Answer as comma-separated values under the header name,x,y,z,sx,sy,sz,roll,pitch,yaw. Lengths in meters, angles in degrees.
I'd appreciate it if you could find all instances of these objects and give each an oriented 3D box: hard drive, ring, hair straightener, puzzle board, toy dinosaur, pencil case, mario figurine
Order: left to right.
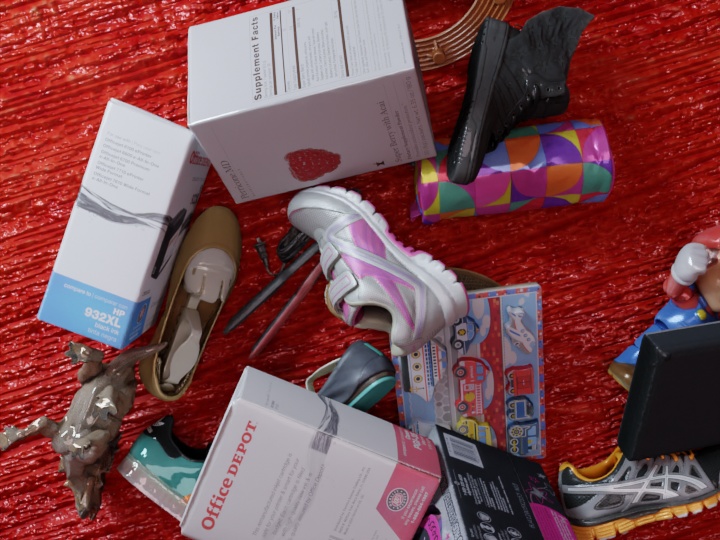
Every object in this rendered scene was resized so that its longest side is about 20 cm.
name,x,y,z,sx,sy,sz,roll,pitch,yaw
toy dinosaur,-0.255,0.138,0.834,0.085,0.136,0.201,34,88,14
hair straightener,-0.073,-0.010,0.857,0.077,0.041,0.201,40,94,-4
ring,0.049,-0.265,0.782,0.197,0.019,0.202,-1,136,-1
puzzle board,0.109,0.114,0.848,0.148,0.017,0.203,-7,114,0
pencil case,0.143,-0.096,0.832,0.197,0.088,0.090,-7,95,3
mario figurine,0.333,0.046,0.826,0.106,0.123,0.202,36,100,22
hard drive,0.353,0.109,0.823,0.197,0.033,0.141,-8,124,-13

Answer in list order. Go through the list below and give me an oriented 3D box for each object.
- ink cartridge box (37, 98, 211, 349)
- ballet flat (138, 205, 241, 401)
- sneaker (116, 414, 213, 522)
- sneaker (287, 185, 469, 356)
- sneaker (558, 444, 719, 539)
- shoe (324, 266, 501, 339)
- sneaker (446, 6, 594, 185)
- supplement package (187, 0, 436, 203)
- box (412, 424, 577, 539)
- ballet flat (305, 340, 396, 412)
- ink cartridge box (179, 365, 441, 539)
name,x,y,z,sx,sy,sz,roll,pitch,yaw
ink cartridge box,-0.212,-0.045,0.801,0.083,0.145,0.203,20,95,-3
ballet flat,-0.160,0.037,0.847,0.068,0.063,0.203,17,98,-30
sneaker,-0.143,0.225,0.862,0.199,0.071,0.080,40,78,-13
sneaker,0.000,0.000,0.779,0.199,0.082,0.088,38,71,21
sneaker,0.293,0.208,0.863,0.197,0.078,0.078,-20,86,1
shoe,0.059,0.032,0.859,0.197,0.053,0.071,7,78,-9
sneaker,0.147,-0.161,0.784,0.103,0.060,0.203,16,71,-7
supplement package,-0.043,-0.160,0.772,0.197,0.122,0.121,-12,58,9
box,0.111,0.255,0.788,0.130,0.200,0.116,21,105,-10
ballet flat,-0.043,0.146,0.859,0.073,0.073,0.200,40,109,-3
ink cartridge box,-0.046,0.196,0.786,0.198,0.083,0.148,23,104,-7
